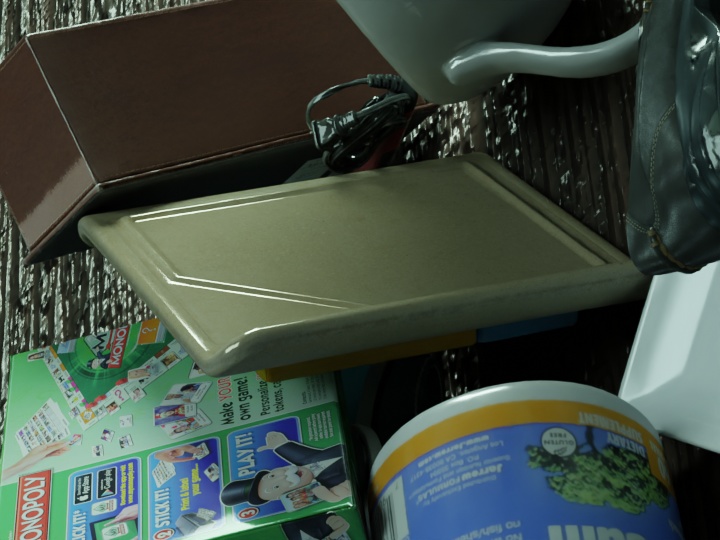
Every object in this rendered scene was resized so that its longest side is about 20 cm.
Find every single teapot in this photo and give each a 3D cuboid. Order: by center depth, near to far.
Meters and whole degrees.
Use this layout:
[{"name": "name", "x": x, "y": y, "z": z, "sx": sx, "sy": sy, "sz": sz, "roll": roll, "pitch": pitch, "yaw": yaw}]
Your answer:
[{"name": "teapot", "x": 0.037, "y": -0.175, "z": 1.100, "sx": 0.146, "sy": 0.200, "sz": 0.197, "roll": -38, "pitch": 14, "yaw": 7}]

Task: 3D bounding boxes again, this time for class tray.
[{"name": "tray", "x": 0.160, "y": 0.019, "z": 0.894, "sx": 0.200, "sy": 0.022, "sz": 0.108, "roll": 15, "pitch": 87, "yaw": 63}]

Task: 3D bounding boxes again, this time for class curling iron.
[{"name": "curling iron", "x": -0.015, "y": -0.030, "z": 1.189, "sx": 0.200, "sy": 0.049, "sz": 0.026, "roll": 115, "pitch": 142, "yaw": -59}]

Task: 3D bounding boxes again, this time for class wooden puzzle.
[{"name": "wooden puzzle", "x": 0.000, "y": 0.000, "z": 1.049, "sx": 0.200, "sy": 0.185, "sz": 0.037, "roll": -145, "pitch": 48, "yaw": -64}]

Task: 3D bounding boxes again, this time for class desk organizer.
[{"name": "desk organizer", "x": -0.070, "y": -0.071, "z": 1.173, "sx": 0.072, "sy": 0.200, "sz": 0.077, "roll": -40, "pitch": 72, "yaw": 46}]

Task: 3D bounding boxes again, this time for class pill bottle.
[{"name": "pill bottle", "x": 0.066, "y": 0.147, "z": 0.895, "sx": 0.112, "sy": 0.112, "sz": 0.200, "roll": -49, "pitch": 36, "yaw": 38}]

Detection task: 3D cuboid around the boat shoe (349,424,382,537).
[{"name": "boat shoe", "x": -0.069, "y": 0.122, "z": 1.062, "sx": 0.200, "sy": 0.060, "sz": 0.074, "roll": -40, "pitch": 41, "yaw": 34}]

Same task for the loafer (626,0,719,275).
[{"name": "loafer", "x": 0.125, "y": -0.086, "z": 0.944, "sx": 0.072, "sy": 0.073, "sz": 0.200, "roll": -36, "pitch": 31, "yaw": 41}]

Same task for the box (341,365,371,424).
[{"name": "box", "x": -0.035, "y": 0.090, "z": 1.155, "sx": 0.082, "sy": 0.049, "sz": 0.200, "roll": -71, "pitch": 0, "yaw": -87}]

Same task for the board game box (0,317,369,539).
[{"name": "board game box", "x": -0.071, "y": 0.069, "z": 1.003, "sx": 0.200, "sy": 0.134, "sz": 0.029, "roll": -100, "pitch": -5, "yaw": -66}]

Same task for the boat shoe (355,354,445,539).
[{"name": "boat shoe", "x": 0.033, "y": 0.113, "z": 1.058, "sx": 0.062, "sy": 0.073, "sz": 0.200, "roll": -9, "pitch": 48, "yaw": 12}]
